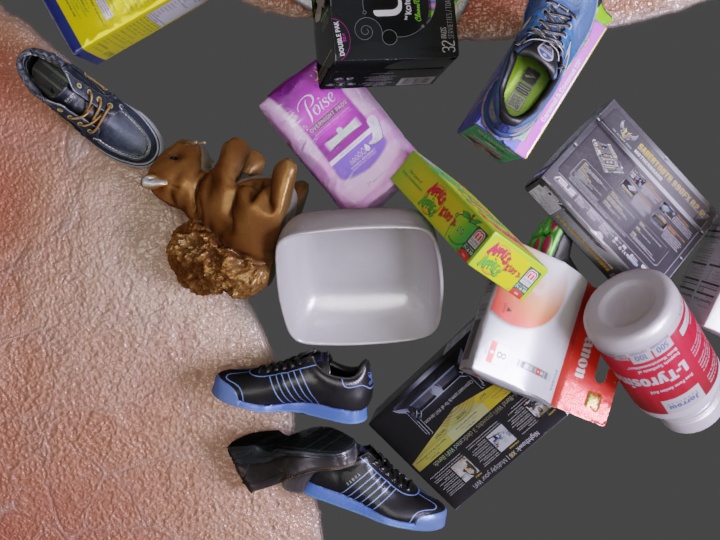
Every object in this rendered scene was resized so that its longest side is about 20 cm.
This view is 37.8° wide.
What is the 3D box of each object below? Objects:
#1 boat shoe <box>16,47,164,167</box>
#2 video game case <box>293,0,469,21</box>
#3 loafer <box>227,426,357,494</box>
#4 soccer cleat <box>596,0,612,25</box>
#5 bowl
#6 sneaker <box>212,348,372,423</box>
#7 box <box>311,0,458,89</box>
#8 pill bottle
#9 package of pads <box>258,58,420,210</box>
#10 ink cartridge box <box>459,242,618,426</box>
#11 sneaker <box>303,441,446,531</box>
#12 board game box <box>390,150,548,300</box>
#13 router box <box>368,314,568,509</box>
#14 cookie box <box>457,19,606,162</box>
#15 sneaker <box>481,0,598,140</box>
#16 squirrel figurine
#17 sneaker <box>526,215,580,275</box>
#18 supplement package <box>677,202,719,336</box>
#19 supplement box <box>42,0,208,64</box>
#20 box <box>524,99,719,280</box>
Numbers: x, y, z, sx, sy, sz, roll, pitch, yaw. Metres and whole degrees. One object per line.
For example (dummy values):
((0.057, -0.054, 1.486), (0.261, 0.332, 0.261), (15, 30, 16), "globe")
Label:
((-0.334, -0.196, 1.291), (0.200, 0.091, 0.071), (37, 94, -2), "boat shoe")
((0.041, -0.370, 1.309), (0.199, 0.023, 0.183), (30, 94, -1), "video game case")
((-0.077, 0.238, 1.296), (0.199, 0.073, 0.073), (-9, 99, 44), "loafer")
((0.267, -0.394, 1.289), (0.080, 0.067, 0.202), (-7, 95, -17), "soccer cleat")
((0.000, 0.000, 1.279), (0.198, 0.075, 0.201), (-3, 133, 2), "bowl")
((-0.083, 0.134, 1.312), (0.198, 0.070, 0.078), (8, 104, -2), "sneaker")
((0.022, -0.325, 1.215), (0.147, 0.124, 0.202), (-5, 86, -11), "box")
((0.349, 0.100, 1.224), (0.112, 0.112, 0.200), (-39, 123, 3), "pill bottle")
((-0.020, -0.163, 1.298), (0.120, 0.076, 0.200), (-39, 93, 0), "package of pads")
((0.232, 0.077, 1.238), (0.199, 0.050, 0.163), (22, 78, -9), "ink cartridge box")
((0.020, 0.267, 1.332), (0.199, 0.070, 0.078), (17, 101, 1), "sneaker")
((0.122, -0.055, 1.207), (0.101, 0.200, 0.048), (32, 103, -39), "board game box")
((0.134, 0.175, 1.308), (0.157, 0.052, 0.200), (45, 110, -2), "router box")
((0.194, -0.217, 1.229), (0.075, 0.200, 0.172), (32, 94, -2), "cookie box")
((0.193, -0.228, 1.083), (0.078, 0.089, 0.201), (24, 94, -3), "sneaker")
((-0.179, -0.065, 1.280), (0.185, 0.142, 0.201), (18, 92, 6), "squirrel figurine")
((0.249, 0.025, 1.319), (0.083, 0.077, 0.202), (1, 100, -14), "sneaker")
((0.498, -0.001, 1.266), (0.151, 0.151, 0.201), (25, 94, -2), "supplement package")
((-0.274, -0.349, 1.270), (0.199, 0.109, 0.110), (-29, 94, 2), "supplement box")
((0.320, -0.084, 1.282), (0.200, 0.048, 0.158), (46, 65, -3), "box")
